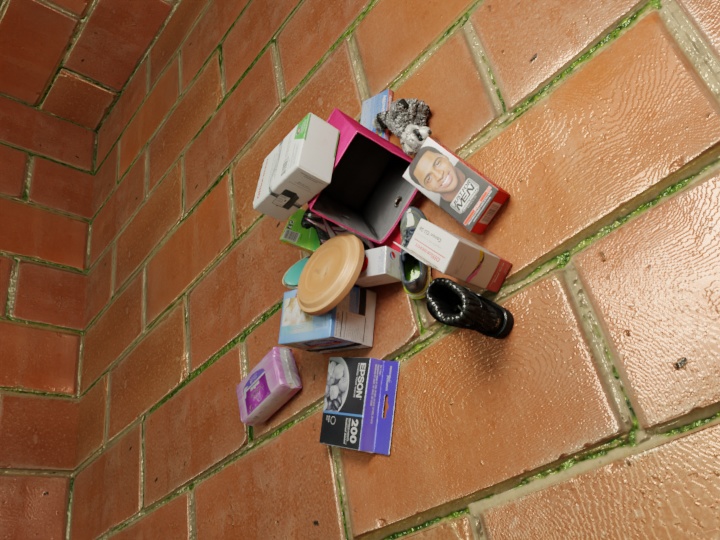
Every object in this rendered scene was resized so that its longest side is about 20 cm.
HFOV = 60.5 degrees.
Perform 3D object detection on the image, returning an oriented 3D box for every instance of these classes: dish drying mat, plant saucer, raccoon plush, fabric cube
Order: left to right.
[{"bbox_3d":[-0.073,0.003,1.353,0.200,0.032,0.201,-34,36,30],"label":"plant saucer"},{"bbox_3d":[-0.006,-0.213,1.391,0.197,0.199,0.200,-57,28,15],"label":"fabric cube"},{"bbox_3d":[0.072,-0.066,1.416,0.077,0.018,0.200,-55,43,19],"label":"dish drying mat"},{"bbox_3d":[0.101,-0.312,1.442,0.200,0.096,0.135,167,105,-68],"label":"raccoon plush"}]

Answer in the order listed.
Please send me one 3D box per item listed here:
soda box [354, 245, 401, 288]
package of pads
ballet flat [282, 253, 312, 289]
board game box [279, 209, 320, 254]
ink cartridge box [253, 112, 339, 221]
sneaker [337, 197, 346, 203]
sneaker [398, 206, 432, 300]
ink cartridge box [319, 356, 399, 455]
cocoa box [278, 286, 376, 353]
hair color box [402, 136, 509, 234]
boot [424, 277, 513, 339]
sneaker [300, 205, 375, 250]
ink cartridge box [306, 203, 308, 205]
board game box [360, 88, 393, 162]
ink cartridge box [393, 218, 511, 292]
[{"bbox_3d":[0.000,0.000,1.391,0.199,0.068,0.064,-11,68,40],"label":"soda box"},{"bbox_3d":[-0.238,0.301,1.597,0.200,0.075,0.121,-45,45,29],"label":"package of pads"},{"bbox_3d":[-0.110,-0.010,1.510,0.067,0.200,0.062,39,152,18],"label":"ballet flat"},{"bbox_3d":[-0.086,-0.079,1.496,0.199,0.030,0.096,19,67,9],"label":"board game box"},{"bbox_3d":[-0.140,-0.215,1.320,0.200,0.083,0.147,-30,43,48],"label":"ink cartridge box"},{"bbox_3d":[-0.072,-0.219,1.605,0.089,0.074,0.201,-47,35,27],"label":"sneaker"},{"bbox_3d":[0.114,-0.044,1.292,0.073,0.081,0.201,-9,71,14],"label":"sneaker"},{"bbox_3d":[-0.006,0.291,1.352,0.199,0.043,0.200,-8,69,47],"label":"ink cartridge box"},{"bbox_3d":[-0.079,0.112,1.435,0.199,0.131,0.134,-14,66,46],"label":"cocoa box"},{"bbox_3d":[0.189,-0.171,1.239,0.200,0.061,0.102,44,111,30],"label":"hair color box"},{"bbox_3d":[0.164,0.060,1.145,0.211,0.157,0.080,13,86,51],"label":"boot"},{"bbox_3d":[-0.055,-0.083,1.458,0.200,0.080,0.087,37,94,11],"label":"sneaker"},{"bbox_3d":[-0.135,-0.186,1.560,0.162,0.199,0.057,37,104,50],"label":"ink cartridge box"},{"bbox_3d":[0.035,-0.352,1.566,0.103,0.019,0.201,-12,67,49],"label":"board game box"},{"bbox_3d":[0.170,-0.032,1.140,0.116,0.199,0.068,37,104,49],"label":"ink cartridge box"}]
